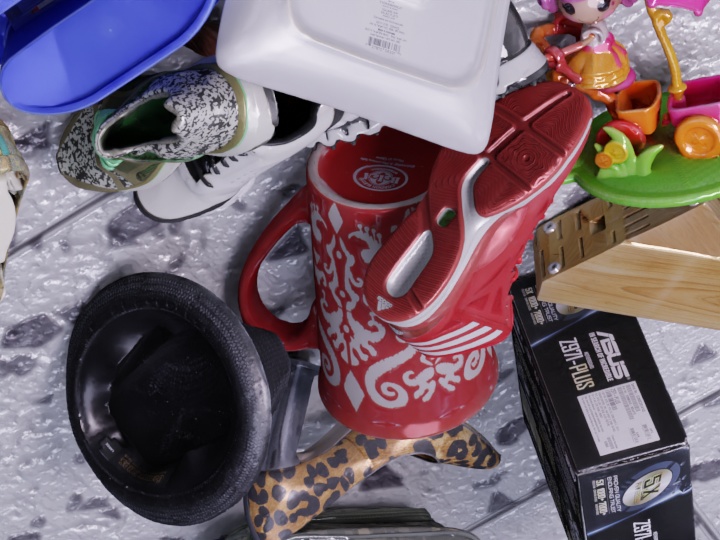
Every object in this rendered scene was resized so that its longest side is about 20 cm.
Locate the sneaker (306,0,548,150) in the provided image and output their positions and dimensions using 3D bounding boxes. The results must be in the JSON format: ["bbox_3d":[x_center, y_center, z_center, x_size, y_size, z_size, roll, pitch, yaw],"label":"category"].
[{"bbox_3d":[0.019,-0.143,1.588,0.199,0.067,0.091,-16,110,19],"label":"sneaker"}]

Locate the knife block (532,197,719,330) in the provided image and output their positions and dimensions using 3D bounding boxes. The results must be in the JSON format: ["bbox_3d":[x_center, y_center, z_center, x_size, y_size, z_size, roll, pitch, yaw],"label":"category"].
[{"bbox_3d":[0.249,0.005,1.755,0.199,0.064,0.176,-26,125,21],"label":"knife block"}]

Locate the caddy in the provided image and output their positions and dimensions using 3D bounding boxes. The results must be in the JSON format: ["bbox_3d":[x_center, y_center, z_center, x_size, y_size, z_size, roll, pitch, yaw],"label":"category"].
[{"bbox_3d":[-0.165,-0.188,1.459,0.199,0.105,0.142,-30,111,17],"label":"caddy"}]

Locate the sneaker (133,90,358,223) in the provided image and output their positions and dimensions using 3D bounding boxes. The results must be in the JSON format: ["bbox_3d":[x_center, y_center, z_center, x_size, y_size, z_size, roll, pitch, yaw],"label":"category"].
[{"bbox_3d":[-0.081,-0.092,1.564,0.200,0.080,0.074,-33,90,28],"label":"sneaker"}]

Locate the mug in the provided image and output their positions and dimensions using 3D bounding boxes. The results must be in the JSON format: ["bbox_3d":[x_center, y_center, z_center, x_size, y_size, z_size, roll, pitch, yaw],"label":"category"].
[{"bbox_3d":[0.005,0.007,1.676,0.176,0.134,0.201,-13,131,-8],"label":"mug"}]

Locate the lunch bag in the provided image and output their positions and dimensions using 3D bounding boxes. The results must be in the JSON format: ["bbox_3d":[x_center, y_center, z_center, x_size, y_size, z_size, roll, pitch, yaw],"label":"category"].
[{"bbox_3d":[-0.016,0.257,1.881,0.199,0.168,0.140,0,90,-20],"label":"lunch bag"}]

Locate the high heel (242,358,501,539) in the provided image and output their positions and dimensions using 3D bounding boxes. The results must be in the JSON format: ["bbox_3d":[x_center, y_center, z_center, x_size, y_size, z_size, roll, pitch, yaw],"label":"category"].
[{"bbox_3d":[0.007,0.163,1.810,0.199,0.143,0.071,20,166,-21],"label":"high heel"}]

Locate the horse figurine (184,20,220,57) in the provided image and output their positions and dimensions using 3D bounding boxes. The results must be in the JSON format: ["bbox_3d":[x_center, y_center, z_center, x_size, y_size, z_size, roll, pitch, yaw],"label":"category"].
[{"bbox_3d":[-0.040,-0.195,1.528,0.200,0.050,0.132,-39,128,12],"label":"horse figurine"}]

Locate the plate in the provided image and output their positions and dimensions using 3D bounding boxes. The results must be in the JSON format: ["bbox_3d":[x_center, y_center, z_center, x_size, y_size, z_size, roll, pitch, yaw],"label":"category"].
[{"bbox_3d":[0.019,-0.192,1.468,0.199,0.201,0.032,16,169,-29],"label":"plate"}]

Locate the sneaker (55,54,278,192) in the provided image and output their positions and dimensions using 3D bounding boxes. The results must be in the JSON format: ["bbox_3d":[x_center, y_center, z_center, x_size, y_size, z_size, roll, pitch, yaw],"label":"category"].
[{"bbox_3d":[-0.145,-0.092,1.523,0.088,0.077,0.199,-14,178,-44],"label":"sneaker"}]

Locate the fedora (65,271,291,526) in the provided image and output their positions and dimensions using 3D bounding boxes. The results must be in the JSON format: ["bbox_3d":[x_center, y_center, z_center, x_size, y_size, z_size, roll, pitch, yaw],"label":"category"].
[{"bbox_3d":[-0.118,0.084,1.711,0.091,0.201,0.201,-18,147,-50],"label":"fedora"}]

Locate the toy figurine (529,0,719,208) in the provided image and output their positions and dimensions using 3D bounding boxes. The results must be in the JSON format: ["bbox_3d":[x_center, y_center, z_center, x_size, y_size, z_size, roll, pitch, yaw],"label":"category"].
[{"bbox_3d":[0.175,-0.158,1.603,0.199,0.150,0.185,-2,123,18],"label":"toy figurine"}]

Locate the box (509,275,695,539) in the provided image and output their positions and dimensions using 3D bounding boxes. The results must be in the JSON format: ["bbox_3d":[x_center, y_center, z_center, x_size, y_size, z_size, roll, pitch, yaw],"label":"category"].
[{"bbox_3d":[0.180,0.121,1.782,0.086,0.201,0.164,-14,134,-3],"label":"box"}]

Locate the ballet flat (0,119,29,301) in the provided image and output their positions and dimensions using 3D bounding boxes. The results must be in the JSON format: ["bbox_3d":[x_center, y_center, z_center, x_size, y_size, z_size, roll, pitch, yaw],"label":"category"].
[{"bbox_3d":[-0.261,-0.013,1.611,0.070,0.071,0.201,2,130,-18],"label":"ballet flat"}]

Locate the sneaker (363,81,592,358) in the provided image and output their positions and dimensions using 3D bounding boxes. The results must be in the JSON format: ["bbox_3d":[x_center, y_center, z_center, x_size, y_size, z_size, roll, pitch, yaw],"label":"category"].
[{"bbox_3d":[0.088,-0.028,1.594,0.200,0.078,0.116,-45,149,-5],"label":"sneaker"}]
